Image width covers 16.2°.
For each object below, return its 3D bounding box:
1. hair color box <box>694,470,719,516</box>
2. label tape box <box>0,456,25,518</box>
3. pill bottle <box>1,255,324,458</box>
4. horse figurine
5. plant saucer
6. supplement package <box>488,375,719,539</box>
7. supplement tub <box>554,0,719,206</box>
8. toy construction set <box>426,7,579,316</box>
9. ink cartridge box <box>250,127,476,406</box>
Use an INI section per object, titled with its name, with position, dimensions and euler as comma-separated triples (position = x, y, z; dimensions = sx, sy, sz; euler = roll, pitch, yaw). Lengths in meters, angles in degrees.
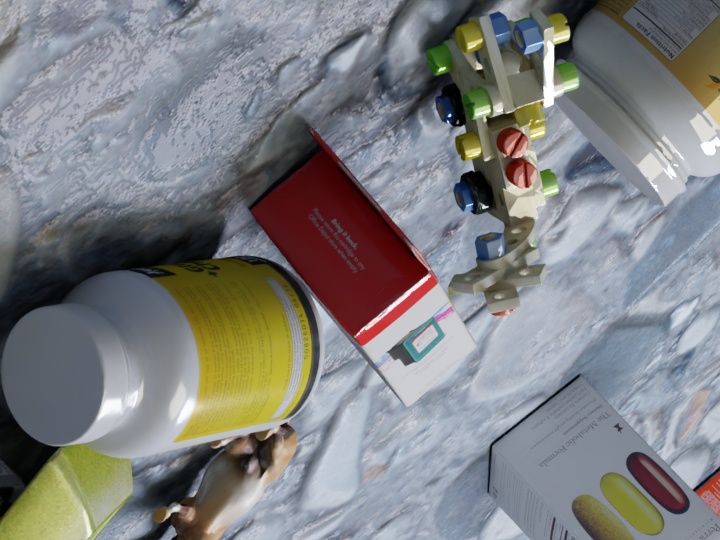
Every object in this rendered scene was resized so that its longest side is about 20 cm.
[hair color box]
position = 0.425, 0.259, 2.847
dimensions = 0.200, 0.061, 0.102
euler = -37, 157, -14
[label tape box]
position = -0.307, 0.159, 1.456
dimensions = 0.144, 0.063, 0.200
euler = -51, 157, 17
[pill bottle]
position = -0.119, 0.053, 1.525
dimensions = 0.200, 0.112, 0.112
euler = -8, 138, -55
[horse figurine]
position = -0.096, 0.148, 1.798
dimensions = 0.200, 0.050, 0.133
euler = -54, 169, 6
[plant saucer]
position = -0.213, 0.187, 1.576
dimensions = 0.200, 0.048, 0.200
euler = -51, 179, 7
[supplement package]
position = 0.221, 0.216, 2.256
dimensions = 0.114, 0.200, 0.110
euler = -37, 156, -17
[supplement tub]
position = 0.235, -0.155, 1.720
dimensions = 0.200, 0.144, 0.144
euler = -45, 157, 1
[toy construction set]
position = 0.093, -0.075, 1.612
dimensions = 0.092, 0.131, 0.201
euler = -5, 106, -20
[ink cartridge box]
position = 0.000, 0.000, 1.628
dimensions = 0.067, 0.116, 0.200
euler = -40, 156, -2
